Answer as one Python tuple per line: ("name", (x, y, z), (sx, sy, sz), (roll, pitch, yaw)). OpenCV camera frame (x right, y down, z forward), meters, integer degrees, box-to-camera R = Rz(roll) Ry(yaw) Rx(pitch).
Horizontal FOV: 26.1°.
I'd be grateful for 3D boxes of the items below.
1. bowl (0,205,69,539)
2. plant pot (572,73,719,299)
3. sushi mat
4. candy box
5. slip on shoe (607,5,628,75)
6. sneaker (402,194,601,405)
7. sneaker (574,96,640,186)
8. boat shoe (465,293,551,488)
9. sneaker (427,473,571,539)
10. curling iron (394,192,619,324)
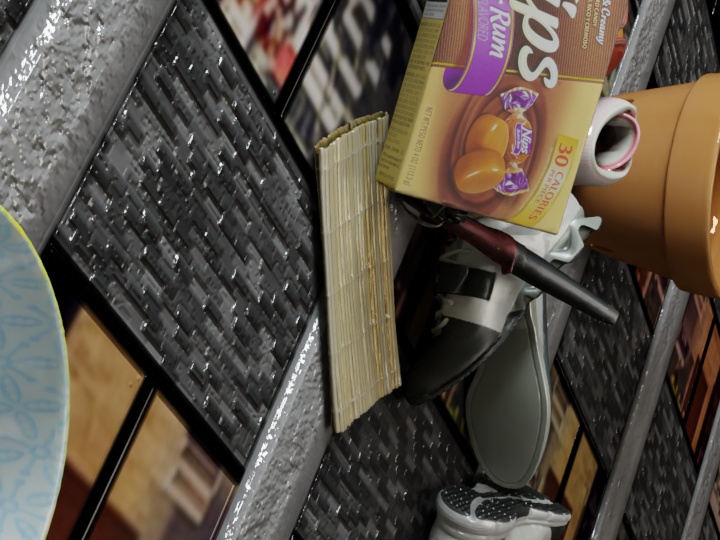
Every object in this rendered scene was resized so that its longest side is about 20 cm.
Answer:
("bowl", (-0.203, 0.058, 0.537), (0.200, 0.107, 0.201), (-26, 120, -58))
("plant pot", (0.275, -0.081, 1.399), (0.200, 0.140, 0.201), (-25, 118, -58))
("sushi mat", (0.000, 0.000, 1.023), (0.096, 0.012, 0.200), (-35, 128, -54))
("candy box", (0.095, -0.134, 0.991), (0.056, 0.116, 0.200), (-140, -114, -72))
("slip on shoe", (0.171, -0.167, 1.170), (0.074, 0.061, 0.200), (-48, -163, 43))
("sneaker", (0.081, 0.007, 1.131), (0.088, 0.074, 0.200), (43, 73, -9))
("sneaker", (0.185, -0.105, 1.258), (0.200, 0.104, 0.076), (-17, 111, -62))
("boat shoe", (0.126, 0.071, 1.225), (0.062, 0.073, 0.201), (-21, 111, -56))
("sneaker", (0.103, 0.212, 1.240), (0.200, 0.074, 0.080), (6, 106, -59))
("curling iron", (0.102, -0.009, 1.078), (0.200, 0.050, 0.026), (32, 103, -26))
